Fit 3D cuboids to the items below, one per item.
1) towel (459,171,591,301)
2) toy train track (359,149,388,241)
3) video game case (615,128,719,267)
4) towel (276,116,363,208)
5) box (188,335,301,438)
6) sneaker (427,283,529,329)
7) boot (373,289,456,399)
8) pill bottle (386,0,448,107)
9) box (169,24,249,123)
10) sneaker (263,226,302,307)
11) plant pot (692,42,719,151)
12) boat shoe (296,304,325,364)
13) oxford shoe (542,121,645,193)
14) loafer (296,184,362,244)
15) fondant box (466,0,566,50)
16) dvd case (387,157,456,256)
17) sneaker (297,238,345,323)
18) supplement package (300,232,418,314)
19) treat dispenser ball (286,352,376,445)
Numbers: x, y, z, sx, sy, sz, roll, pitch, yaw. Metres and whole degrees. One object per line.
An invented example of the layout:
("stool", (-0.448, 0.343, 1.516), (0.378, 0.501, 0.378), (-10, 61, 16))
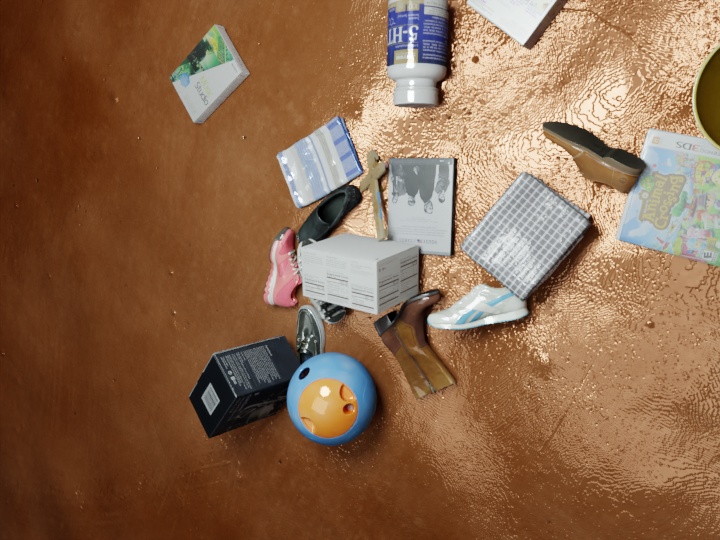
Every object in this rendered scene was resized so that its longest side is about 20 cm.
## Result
("towel", (0.307, -0.067, 1.156), (0.165, 0.086, 0.200), (41, 101, 18))
("toy train track", (0.042, -0.161, 1.329), (0.115, 0.032, 0.201), (-33, 60, 59))
("video game case", (0.557, -0.126, 1.061), (0.181, 0.022, 0.201), (19, 107, 27))
("towel", (-0.097, -0.244, 1.418), (0.199, 0.024, 0.148), (-24, 83, 31))
("box", (-0.269, 0.272, 1.467), (0.124, 0.196, 0.200), (55, 133, 22))
("sneaker", (0.229, 0.071, 1.240), (0.199, 0.076, 0.081), (-13, 88, 10))
("boot", (0.139, 0.158, 1.320), (0.188, 0.068, 0.201), (-35, 81, 27))
("pill bottle", (0.111, -0.427, 1.219), (0.119, 0.120, 0.201), (5, 100, 29))
("box", (-0.378, -0.485, 1.542), (0.200, 0.036, 0.145), (-35, 80, 28))
("sneaker", (-0.171, -0.005, 1.485), (0.086, 0.074, 0.201), (16, 109, 13))
("plant pot", (0.615, -0.262, 0.938), (0.199, 0.142, 0.201), (4, 99, 29))
("boat shoe", (-0.123, 0.184, 1.480), (0.068, 0.057, 0.201), (-5, 95, 31))
("oxford shoe", (0.403, -0.204, 1.115), (0.200, 0.071, 0.072), (42, 141, 28))
("loafer", (-0.082, -0.123, 1.403), (0.200, 0.070, 0.068), (-40, 78, 29))
("fondant box", (0.311, -0.529, 1.124), (0.144, 0.058, 0.200), (45, 117, 17))
("dvd case", (0.127, -0.136, 1.307), (0.150, 0.025, 0.201), (6, 101, 29))
("sneaker", (-0.102, 0.027, 1.428), (0.081, 0.075, 0.201), (-8, 100, 69))
("supplement package", (0.000, 0.000, 1.305), (0.199, 0.155, 0.112), (12, 112, 36))
("treat dispenser ball", (-0.063, 0.284, 1.376), (0.200, 0.201, 0.202), (5, 100, 29))
